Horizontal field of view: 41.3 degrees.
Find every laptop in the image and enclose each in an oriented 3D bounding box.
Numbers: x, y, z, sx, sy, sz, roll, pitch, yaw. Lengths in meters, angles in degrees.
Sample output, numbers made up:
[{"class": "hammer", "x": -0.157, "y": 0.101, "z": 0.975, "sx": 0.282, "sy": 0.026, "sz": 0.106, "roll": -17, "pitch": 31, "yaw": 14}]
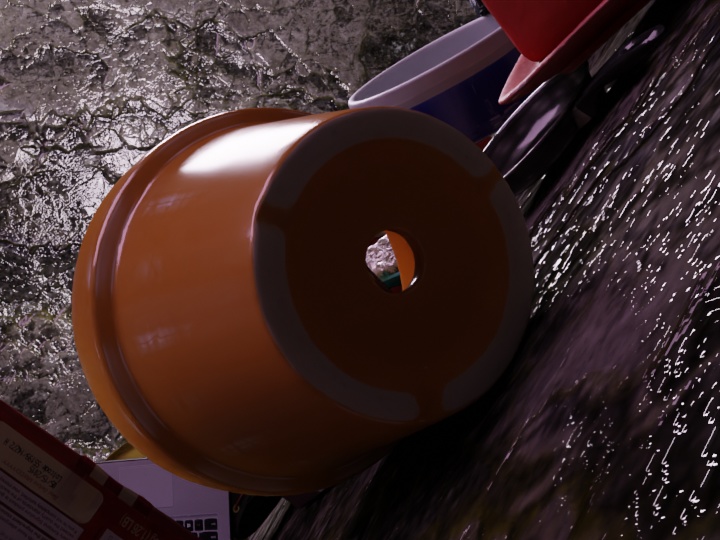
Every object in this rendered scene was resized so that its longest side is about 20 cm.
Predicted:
[{"class": "laptop", "x": -0.213, "y": 0.261, "z": 0.807, "sx": 0.116, "sy": 0.186, "sz": 0.201, "roll": 29, "pitch": -124, "yaw": -69}]

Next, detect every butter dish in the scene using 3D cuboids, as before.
[{"class": "butter dish", "x": 0.130, "y": -0.231, "z": 0.578, "sx": 0.199, "sy": 0.148, "sz": 0.200, "roll": -41, "pitch": 9, "yaw": 37}]

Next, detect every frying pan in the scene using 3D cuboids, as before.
[{"class": "frying pan", "x": 0.129, "y": -0.104, "z": 0.585, "sx": 0.190, "sy": 0.031, "sz": 0.115, "roll": -40, "pitch": 15, "yaw": 44}]

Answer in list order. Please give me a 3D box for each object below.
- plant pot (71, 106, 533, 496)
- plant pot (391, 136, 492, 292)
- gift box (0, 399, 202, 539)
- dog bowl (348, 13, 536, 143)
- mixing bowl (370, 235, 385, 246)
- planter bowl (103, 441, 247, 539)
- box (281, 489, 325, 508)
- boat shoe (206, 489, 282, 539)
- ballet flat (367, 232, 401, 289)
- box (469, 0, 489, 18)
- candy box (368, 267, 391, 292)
[{"class": "plant pot", "x": -0.020, "y": 0.009, "z": 0.449, "sx": 0.201, "sy": 0.200, "sz": 0.183, "roll": -57, "pitch": 17, "yaw": -20}, {"class": "plant pot", "x": 0.029, "y": -0.101, "z": 1.230, "sx": 0.200, "sy": 0.176, "sz": 0.200, "roll": -57, "pitch": 1, "yaw": 45}, {"class": "gift box", "x": -0.175, "y": 0.183, "z": 0.472, "sx": 0.187, "sy": 0.184, "sz": 0.200, "roll": -42, "pitch": 9, "yaw": 50}, {"class": "dog bowl", "x": 0.092, "y": -0.179, "z": 0.932, "sx": 0.199, "sy": 0.079, "sz": 0.200, "roll": -28, "pitch": 16, "yaw": 9}, {"class": "mixing bowl", "x": 0.027, "y": -0.069, "z": 1.032, "sx": 0.200, "sy": 0.199, "sz": 0.109, "roll": -58, "pitch": -42, "yaw": -42}, {"class": "planter bowl", "x": -0.172, "y": 0.260, "z": 0.929, "sx": 0.083, "sy": 0.200, "sz": 0.201, "roll": 1, "pitch": 51, "yaw": 50}, {"class": "box", "x": -0.046, "y": 0.105, "z": 0.696, "sx": 0.075, "sy": 0.100, "sz": 0.200, "roll": -58, "pitch": 0, "yaw": -29}, {"class": "boat shoe", "x": -0.069, "y": 0.172, "z": 0.912, "sx": 0.201, "sy": 0.063, "sz": 0.074, "roll": -43, "pitch": -36, "yaw": -31}, {"class": "ballet flat", "x": 0.000, "y": 0.000, "z": 0.939, "sx": 0.199, "sy": 0.072, "sz": 0.072, "roll": -25, "pitch": 23, "yaw": 40}, {"class": "box", "x": 0.196, "y": -0.316, "z": 0.935, "sx": 0.199, "sy": 0.046, "sz": 0.159, "roll": -25, "pitch": 7, "yaw": 12}, {"class": "candy box", "x": -0.064, "y": 0.069, "z": 0.820, "sx": 0.200, "sy": 0.116, "sz": 0.055, "roll": -41, "pitch": 4, "yaw": 12}]
